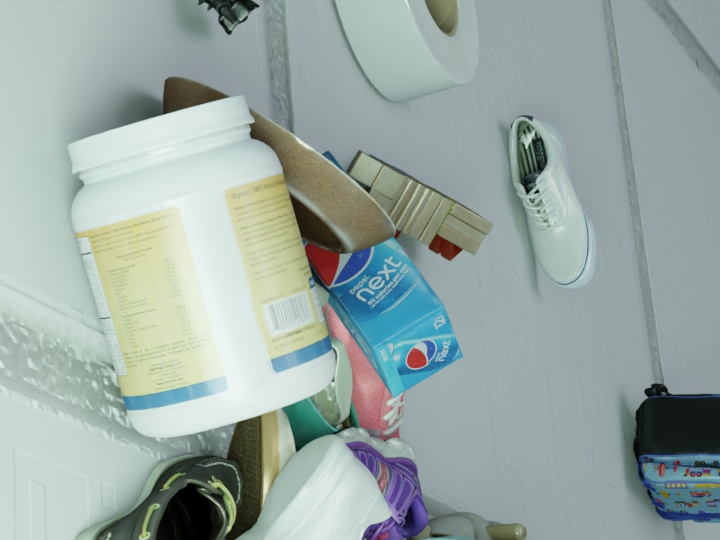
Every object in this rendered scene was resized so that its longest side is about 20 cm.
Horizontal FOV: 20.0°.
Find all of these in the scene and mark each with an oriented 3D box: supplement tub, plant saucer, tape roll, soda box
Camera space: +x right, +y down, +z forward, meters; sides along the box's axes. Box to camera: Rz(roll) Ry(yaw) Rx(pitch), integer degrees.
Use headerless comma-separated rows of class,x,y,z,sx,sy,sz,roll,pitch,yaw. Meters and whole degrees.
supplement tub,-0.107,-0.003,1.349,0.145,0.144,0.201,-24,99,-67
plant saucer,-0.066,-0.068,1.478,0.035,0.200,0.200,-58,142,-10
tape roll,0.042,-0.265,1.940,0.202,0.071,0.203,44,39,-51
soda box,0.000,0.000,1.570,0.200,0.064,0.068,54,-9,41

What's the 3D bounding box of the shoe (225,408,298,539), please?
shoe,-0.059,0.188,1.434,0.053,0.070,0.201,5,78,-30

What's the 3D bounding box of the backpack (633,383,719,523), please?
backpack,0.421,0.230,2.407,0.200,0.182,0.135,62,32,-56

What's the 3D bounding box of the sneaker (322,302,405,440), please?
sneaker,0.011,0.087,1.643,0.074,0.087,0.201,-42,116,-64

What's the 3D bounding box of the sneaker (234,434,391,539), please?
sneaker,-0.048,0.208,1.359,0.089,0.075,0.200,48,63,-17

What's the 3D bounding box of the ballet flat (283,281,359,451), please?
ballet flat,-0.048,0.047,1.552,0.201,0.070,0.067,70,25,-13

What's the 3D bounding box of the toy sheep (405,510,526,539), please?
toy sheep,0.092,0.262,1.675,0.200,0.138,0.138,57,29,-23

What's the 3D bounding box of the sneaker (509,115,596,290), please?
sneaker,0.197,-0.074,2.204,0.071,0.073,0.201,17,52,-53

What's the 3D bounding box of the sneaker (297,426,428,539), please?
sneaker,-0.001,0.170,1.540,0.200,0.081,0.084,11,49,-58

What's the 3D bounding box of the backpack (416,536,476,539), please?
backpack,0.070,0.296,1.521,0.153,0.176,0.201,25,67,-39

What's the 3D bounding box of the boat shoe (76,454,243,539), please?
boat shoe,-0.115,0.168,1.339,0.201,0.060,0.072,-37,111,-65

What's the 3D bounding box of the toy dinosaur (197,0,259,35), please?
toy dinosaur,-0.119,-0.258,1.570,0.136,0.102,0.200,47,42,-5

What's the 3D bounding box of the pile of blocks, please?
pile of blocks,0.036,-0.054,1.840,0.200,0.082,0.062,25,97,-50
